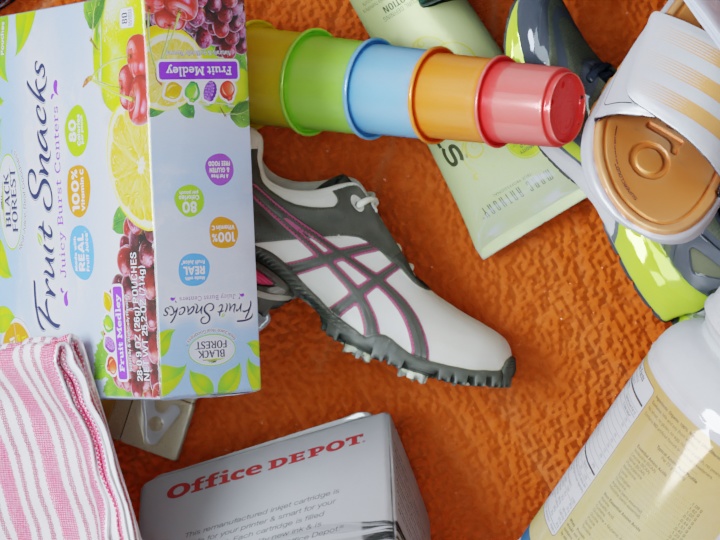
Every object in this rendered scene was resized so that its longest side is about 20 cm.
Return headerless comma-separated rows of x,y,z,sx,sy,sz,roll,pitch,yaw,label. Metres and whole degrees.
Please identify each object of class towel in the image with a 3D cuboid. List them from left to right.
-0.179,0.111,1.573,0.030,0.200,0.147,-19,94,-33,towel

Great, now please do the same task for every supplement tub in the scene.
0.182,0.116,1.532,0.144,0.145,0.200,35,107,5,supplement tub

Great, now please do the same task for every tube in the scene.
0.046,-0.110,1.596,0.052,0.058,0.201,-33,94,-30,tube

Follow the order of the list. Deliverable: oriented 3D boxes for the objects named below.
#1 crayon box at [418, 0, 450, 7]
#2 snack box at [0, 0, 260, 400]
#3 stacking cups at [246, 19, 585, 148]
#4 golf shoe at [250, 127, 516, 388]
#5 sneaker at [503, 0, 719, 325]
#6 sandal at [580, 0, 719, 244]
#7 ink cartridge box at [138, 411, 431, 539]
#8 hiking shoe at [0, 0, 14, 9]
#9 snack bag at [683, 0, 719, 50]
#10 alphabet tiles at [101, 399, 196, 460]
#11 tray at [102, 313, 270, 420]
0.072,-0.248,1.556,0.125,0.052,0.201,-13,92,-13,crayon box
-0.124,-0.036,1.541,0.067,0.168,0.201,-2,91,-35,snack box
0.024,-0.089,1.557,0.199,0.060,0.061,10,97,32,stacking cups
0.000,0.000,1.587,0.199,0.077,0.088,25,91,-8,golf shoe
0.149,-0.069,1.562,0.081,0.074,0.200,-33,96,31,sneaker
0.174,-0.111,1.511,0.079,0.059,0.207,26,64,2,sandal
-0.037,0.178,1.552,0.145,0.200,0.085,-17,121,10,ink cartridge box
-0.219,-0.157,1.620,0.086,0.074,0.201,26,98,9,hiking shoe
0.228,-0.115,1.506,0.021,0.188,0.200,-38,89,40,snack bag
-0.167,-0.007,1.637,0.199,0.008,0.168,18,98,7,alphabet tiles
-0.142,-0.029,1.645,0.107,0.022,0.201,-33,89,10,tray
